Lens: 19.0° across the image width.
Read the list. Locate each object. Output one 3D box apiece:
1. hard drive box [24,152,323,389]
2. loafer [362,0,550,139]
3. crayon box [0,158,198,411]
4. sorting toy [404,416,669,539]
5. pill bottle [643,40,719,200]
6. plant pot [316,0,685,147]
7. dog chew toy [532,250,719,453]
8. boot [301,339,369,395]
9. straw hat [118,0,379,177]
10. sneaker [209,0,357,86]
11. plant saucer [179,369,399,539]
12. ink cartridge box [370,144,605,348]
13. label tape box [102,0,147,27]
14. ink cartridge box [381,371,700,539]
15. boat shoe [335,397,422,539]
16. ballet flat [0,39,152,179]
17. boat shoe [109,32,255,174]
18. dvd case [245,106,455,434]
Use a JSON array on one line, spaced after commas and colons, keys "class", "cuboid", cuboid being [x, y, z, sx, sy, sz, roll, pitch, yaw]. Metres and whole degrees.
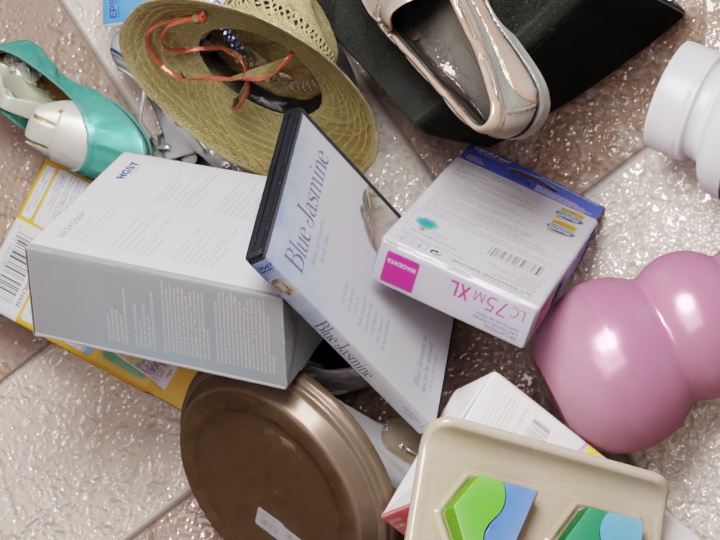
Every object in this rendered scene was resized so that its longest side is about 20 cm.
[{"class": "hard drive box", "cuboid": [-0.114, -0.005, 1.535, 0.198, 0.156, 0.077, 12, 123, 19]}, {"class": "loafer", "cuboid": [0.049, -0.170, 1.451, 0.200, 0.063, 0.072, 51, 122, 17]}, {"class": "crayon box", "cuboid": [-0.184, 0.013, 1.667, 0.199, 0.052, 0.126, 27, 88, 20]}, {"class": "sorting toy", "cuboid": [0.113, 0.213, 1.419, 0.184, 0.036, 0.202, 16, 74, -17]}, {"class": "pill bottle", "cuboid": [0.305, -0.087, 1.514, 0.199, 0.111, 0.112, 25, 87, 19]}, {"class": "plant pot", "cuboid": [0.087, -0.201, 1.566, 0.200, 0.199, 0.178, 48, 108, 18]}, {"class": "dog chew toy", "cuboid": [0.223, 0.045, 1.513, 0.199, 0.125, 0.125, -27, 73, 1]}, {"class": "boot", "cuboid": [-0.043, 0.060, 1.594, 0.198, 0.096, 0.074, -14, 76, 13]}, {"class": "straw hat", "cuboid": [-0.063, -0.155, 1.519, 0.199, 0.202, 0.086, 15, 59, 18]}, {"class": "sneaker", "cuboid": [-0.077, -0.158, 1.615, 0.114, 0.080, 0.201, -16, 94, 22]}, {"class": "plant saucer", "cuboid": [-0.058, 0.152, 1.547, 0.199, 0.201, 0.029, 35, 46, 19]}, {"class": "ink cartridge box", "cuboid": [0.095, -0.021, 1.530, 0.119, 0.200, 0.042, 25, 121, 10]}, {"class": "label tape box", "cuboid": [-0.099, -0.259, 1.688, 0.198, 0.066, 0.145, -3, 80, 17]}, {"class": "ink cartridge box", "cuboid": [0.129, 0.179, 1.493, 0.200, 0.067, 0.117, 38, 64, -9]}, {"class": "boat shoe", "cuboid": [0.026, 0.140, 1.561, 0.200, 0.075, 0.069, 41, 71, -5]}, {"class": "ballet flat", "cuboid": [-0.241, -0.119, 1.668, 0.200, 0.070, 0.068, 38, 124, 39]}, {"class": "boat shoe", "cuboid": [-0.131, -0.099, 1.668, 0.202, 0.075, 0.086, 39, 94, 9]}, {"class": "dvd case", "cuboid": [0.000, 0.000, 1.487, 0.017, 0.200, 0.143, -22, 38, 32]}]
